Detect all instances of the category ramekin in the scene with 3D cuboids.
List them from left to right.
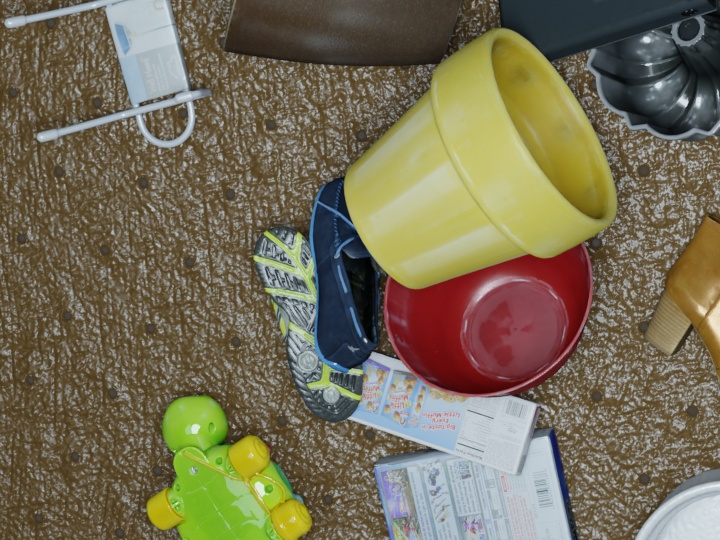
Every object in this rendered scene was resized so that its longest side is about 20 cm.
[{"bbox_3d":[0.355,0.283,1.702,0.199,0.098,0.202,2,101,13],"label":"ramekin"}]

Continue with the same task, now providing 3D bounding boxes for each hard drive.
[{"bbox_3d":[0.215,-0.273,1.624,0.199,0.033,0.141,-14,72,30],"label":"hard drive"}]

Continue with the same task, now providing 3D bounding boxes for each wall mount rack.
[{"bbox_3d":[-0.245,-0.210,1.777,0.173,0.075,0.201,-13,95,16],"label":"wall mount rack"}]

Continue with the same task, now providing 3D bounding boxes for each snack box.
[{"bbox_3d":[0.073,0.135,1.756,0.199,0.024,0.072,17,90,23],"label":"snack box"}]

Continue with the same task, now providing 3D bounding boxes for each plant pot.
[{"bbox_3d":[-0.007,-0.266,1.668,0.199,0.187,0.188,16,104,-4],"label":"plant pot"},{"bbox_3d":[0.097,-0.082,1.595,0.188,0.201,0.201,-32,91,25],"label":"plant pot"}]

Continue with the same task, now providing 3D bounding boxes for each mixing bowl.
[{"bbox_3d":[0.132,0.038,1.692,0.199,0.108,0.202,-7,67,18],"label":"mixing bowl"}]

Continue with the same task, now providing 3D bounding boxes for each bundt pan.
[{"bbox_3d":[0.308,-0.205,1.612,0.201,0.076,0.203,-9,74,32],"label":"bundt pan"}]

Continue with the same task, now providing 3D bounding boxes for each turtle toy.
[{"bbox_3d":[-0.135,0.217,1.810,0.145,0.101,0.201,-32,90,17],"label":"turtle toy"}]

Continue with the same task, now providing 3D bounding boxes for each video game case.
[{"bbox_3d":[0.123,0.269,1.784,0.180,0.045,0.201,-11,96,15],"label":"video game case"}]

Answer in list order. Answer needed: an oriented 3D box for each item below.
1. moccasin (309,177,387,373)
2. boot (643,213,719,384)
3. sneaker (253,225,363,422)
[{"bbox_3d":[0.000,0.000,1.718,0.068,0.080,0.201,-26,58,39],"label":"moccasin"},{"bbox_3d":[0.374,0.049,1.669,0.201,0.071,0.145,33,109,12],"label":"boot"},{"bbox_3d":[-0.044,0.050,1.771,0.075,0.076,0.201,-17,93,5],"label":"sneaker"}]
